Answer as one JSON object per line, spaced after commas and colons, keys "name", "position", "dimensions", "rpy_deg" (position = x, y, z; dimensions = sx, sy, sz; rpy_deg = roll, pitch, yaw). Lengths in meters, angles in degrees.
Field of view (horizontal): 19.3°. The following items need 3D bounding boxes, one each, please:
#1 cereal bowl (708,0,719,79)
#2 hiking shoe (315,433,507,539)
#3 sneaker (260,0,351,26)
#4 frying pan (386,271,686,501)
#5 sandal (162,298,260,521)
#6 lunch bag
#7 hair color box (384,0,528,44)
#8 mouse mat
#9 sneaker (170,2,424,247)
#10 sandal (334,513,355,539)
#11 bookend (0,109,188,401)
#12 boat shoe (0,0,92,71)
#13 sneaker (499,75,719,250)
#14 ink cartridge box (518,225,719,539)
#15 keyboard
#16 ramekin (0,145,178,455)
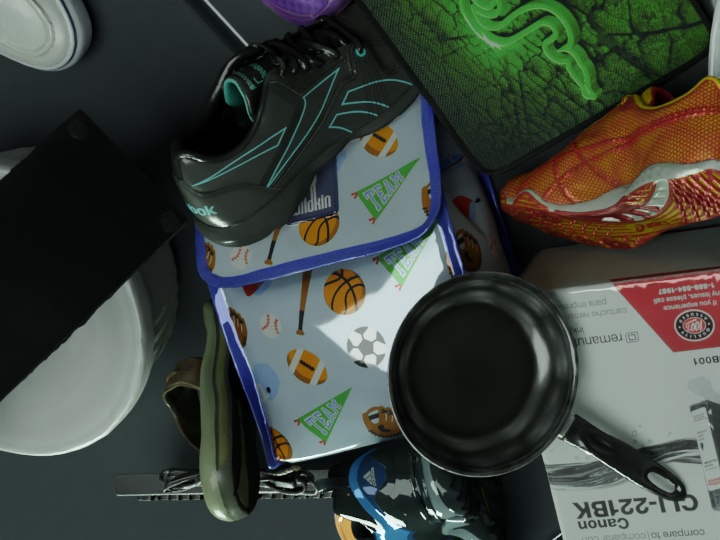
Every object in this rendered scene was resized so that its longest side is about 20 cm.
{"name": "cereal bowl", "position": [0.264, -0.100, 1.108], "dimensions": [0.083, 0.200, 0.201], "rpy_deg": [-3, 116, -20]}
{"name": "hiking shoe", "position": [0.039, 0.146, 1.297], "dimensions": [0.086, 0.075, 0.200], "rpy_deg": [-8, 151, 13]}
{"name": "sneaker", "position": [-0.082, -0.221, 1.237], "dimensions": [0.080, 0.088, 0.200], "rpy_deg": [-34, 96, 28]}
{"name": "frying pan", "position": [0.102, 0.063, 1.200], "dimensions": [0.189, 0.031, 0.115], "rpy_deg": [9, 90, -19]}
{"name": "sandal", "position": [-0.095, 0.081, 1.303], "dimensions": [0.057, 0.201, 0.080], "rpy_deg": [-16, 116, 8]}
{"name": "lunch bag", "position": [0.000, 0.000, 1.275], "dimensions": [0.170, 0.124, 0.201], "rpy_deg": [-14, 96, 21]}
{"name": "hair color box", "position": [0.011, -0.215, 1.170], "dimensions": [0.199, 0.064, 0.111], "rpy_deg": [18, 121, -17]}
{"name": "mouse mat", "position": [0.088, -0.156, 1.176], "dimensions": [0.161, 0.008, 0.200], "rpy_deg": [-30, 121, 14]}
{"name": "sneaker", "position": [-0.029, -0.103, 1.213], "dimensions": [0.075, 0.200, 0.079], "rpy_deg": [30, 164, 43]}
{"name": "sandal", "position": [0.044, 0.240, 1.378], "dimensions": [0.207, 0.059, 0.079], "rpy_deg": [46, 146, 4]}
{"name": "bookend", "position": [-0.214, 0.025, 1.267], "dimensions": [0.092, 0.199, 0.200], "rpy_deg": [45, 164, 0]}
{"name": "boat shoe", "position": [-0.264, -0.189, 1.325], "dimensions": [0.202, 0.086, 0.075], "rpy_deg": [41, 120, 3]}
{"name": "sneaker", "position": [0.153, -0.059, 1.202], "dimensions": [0.073, 0.077, 0.200], "rpy_deg": [24, 159, -29]}
{"name": "ink cartridge box", "position": [0.182, 0.085, 1.254], "dimensions": [0.144, 0.084, 0.201], "rpy_deg": [-8, 108, 24]}
{"name": "keyboard", "position": [-0.066, 0.138, 1.360], "dimensions": [0.199, 0.127, 0.021], "rpy_deg": [-5, 79, 24]}
{"name": "ramekin", "position": [-0.211, 0.011, 1.381], "dimensions": [0.202, 0.094, 0.203], "rpy_deg": [8, 114, 19]}
